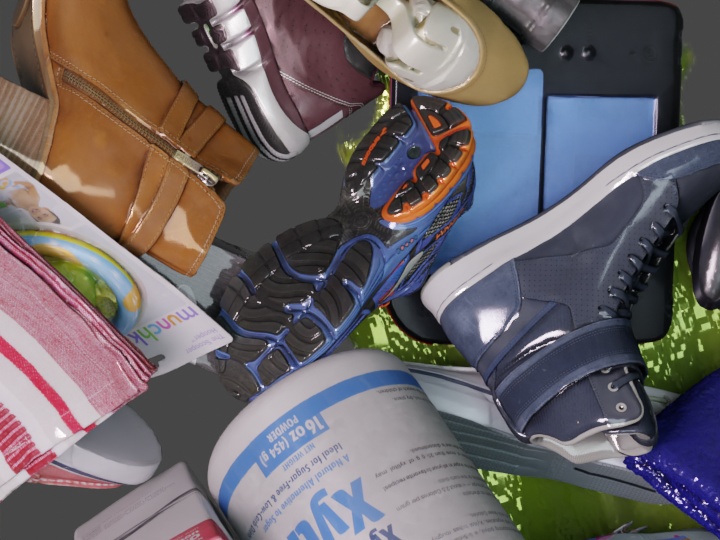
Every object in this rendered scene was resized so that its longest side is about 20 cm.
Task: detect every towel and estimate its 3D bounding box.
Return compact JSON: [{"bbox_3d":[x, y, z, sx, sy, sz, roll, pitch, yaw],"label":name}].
[{"bbox_3d":[0.265,0.096,1.681,0.200,0.148,0.050,-33,142,-30],"label":"towel"},{"bbox_3d":[-0.225,0.063,1.566,0.200,0.023,0.144,-38,109,23],"label":"towel"}]

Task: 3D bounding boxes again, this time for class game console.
[{"bbox_3d":[0.100,-0.057,1.707,0.176,0.031,0.201,1,97,-10],"label":"game console"}]

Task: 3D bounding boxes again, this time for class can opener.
[{"bbox_3d":[0.240,-0.068,1.716,0.063,0.079,0.201,19,84,-4],"label":"can opener"}]

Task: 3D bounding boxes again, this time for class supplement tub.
[{"bbox_3d":[0.017,0.154,1.589,0.132,0.132,0.200,-33,64,-5],"label":"supplement tub"}]

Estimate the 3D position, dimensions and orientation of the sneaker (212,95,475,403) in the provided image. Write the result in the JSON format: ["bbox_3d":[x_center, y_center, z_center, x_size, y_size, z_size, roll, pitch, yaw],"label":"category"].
[{"bbox_3d":[0.000,0.000,1.634,0.200,0.075,0.078,-46,146,-8],"label":"sneaker"}]

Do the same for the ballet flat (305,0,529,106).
[{"bbox_3d":[0.009,-0.141,1.606,0.200,0.063,0.069,34,116,-19],"label":"ballet flat"}]

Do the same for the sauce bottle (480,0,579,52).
[{"bbox_3d":[0.033,-0.195,1.649,0.200,0.065,0.065,34,90,-4],"label":"sauce bottle"}]

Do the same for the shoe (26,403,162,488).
[{"bbox_3d":[-0.216,0.097,1.654,0.200,0.072,0.091,21,119,-26],"label":"shoe"}]

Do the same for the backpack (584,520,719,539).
[{"bbox_3d":[0.160,0.234,1.689,0.199,0.153,0.177,-2,93,-20],"label":"backpack"}]

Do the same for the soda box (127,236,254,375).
[{"bbox_3d":[-0.153,-0.012,1.651,0.199,0.063,0.071,24,92,-11],"label":"soda box"}]

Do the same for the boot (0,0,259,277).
[{"bbox_3d":[-0.120,-0.105,1.612,0.155,0.077,0.200,27,59,-8],"label":"boot"}]

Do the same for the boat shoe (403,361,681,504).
[{"bbox_3d":[0.098,0.080,1.712,0.199,0.074,0.067,18,64,-9],"label":"boat shoe"}]

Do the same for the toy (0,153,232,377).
[{"bbox_3d":[-0.179,0.011,1.577,0.200,0.115,0.047,43,46,-26],"label":"toy"}]

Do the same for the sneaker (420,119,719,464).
[{"bbox_3d":[0.154,0.019,1.643,0.202,0.077,0.146,-33,65,3],"label":"sneaker"}]

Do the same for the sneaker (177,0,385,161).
[{"bbox_3d":[-0.046,-0.171,1.656,0.115,0.076,0.201,-27,105,-18],"label":"sneaker"}]

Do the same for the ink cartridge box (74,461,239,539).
[{"bbox_3d":[-0.082,0.201,1.618,0.085,0.200,0.146,-34,102,-5],"label":"ink cartridge box"}]
